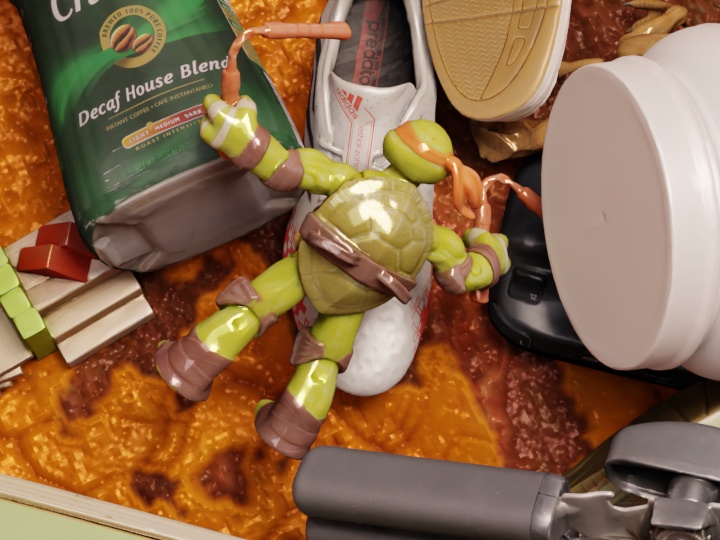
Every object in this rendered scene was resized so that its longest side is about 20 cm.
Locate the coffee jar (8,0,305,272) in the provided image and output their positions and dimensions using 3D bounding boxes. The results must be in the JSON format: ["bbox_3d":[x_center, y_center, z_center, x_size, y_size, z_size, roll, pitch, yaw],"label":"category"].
[{"bbox_3d":[-0.102,-0.107,0.948,0.104,0.085,0.200,-24,66,2],"label":"coffee jar"}]

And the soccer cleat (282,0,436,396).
[{"bbox_3d":[0.002,-0.046,0.949,0.068,0.085,0.201,4,76,1],"label":"soccer cleat"}]

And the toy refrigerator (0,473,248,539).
[{"bbox_3d":[-0.091,0.149,0.896,0.199,0.070,0.076,15,50,3],"label":"toy refrigerator"}]

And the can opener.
[{"bbox_3d":[0.074,0.092,0.872,0.199,0.053,0.067,6,48,21],"label":"can opener"}]

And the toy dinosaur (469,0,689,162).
[{"bbox_3d":[0.145,-0.091,0.947,0.200,0.106,0.060,-27,102,30],"label":"toy dinosaur"}]

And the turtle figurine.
[{"bbox_3d":[0.000,0.000,0.885,0.200,0.064,0.161,28,103,-32],"label":"turtle figurine"}]

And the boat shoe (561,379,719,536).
[{"bbox_3d":[0.118,0.109,0.915,0.200,0.073,0.063,-35,93,2],"label":"boat shoe"}]

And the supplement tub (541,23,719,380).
[{"bbox_3d":[0.189,-0.032,0.872,0.199,0.145,0.145,-8,76,-18],"label":"supplement tub"}]

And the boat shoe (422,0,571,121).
[{"bbox_3d":[0.073,-0.150,0.975,0.071,0.069,0.201,-9,64,24],"label":"boat shoe"}]

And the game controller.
[{"bbox_3d":[0.160,0.005,0.968,0.199,0.042,0.105,14,62,3],"label":"game controller"}]

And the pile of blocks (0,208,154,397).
[{"bbox_3d":[-0.194,0.014,0.945,0.199,0.062,0.082,-7,76,-2],"label":"pile of blocks"}]
